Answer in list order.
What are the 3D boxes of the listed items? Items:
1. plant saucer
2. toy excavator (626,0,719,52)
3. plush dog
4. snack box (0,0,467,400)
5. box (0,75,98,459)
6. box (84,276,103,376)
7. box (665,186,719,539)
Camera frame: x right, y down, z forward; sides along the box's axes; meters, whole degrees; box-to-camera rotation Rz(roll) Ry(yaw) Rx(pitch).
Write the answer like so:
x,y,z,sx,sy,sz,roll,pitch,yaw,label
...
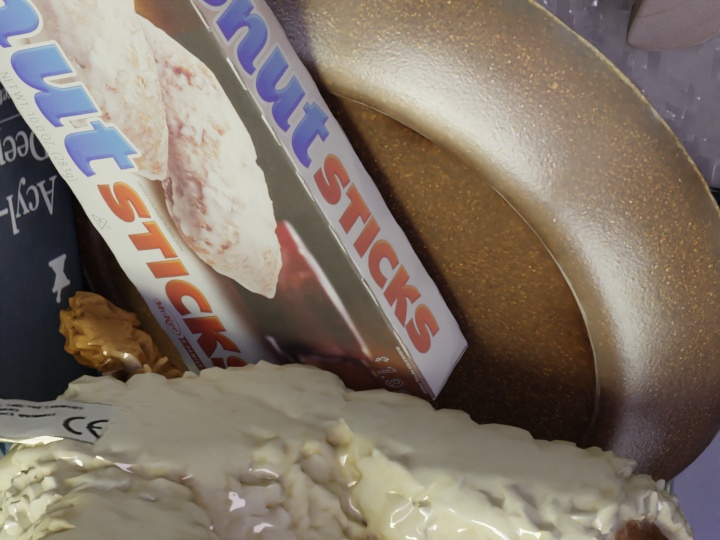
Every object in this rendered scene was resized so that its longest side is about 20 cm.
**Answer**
x,y,z,sx,sy,sz,roll,pitch,yaw,label
0.000,0.000,0.715,0.199,0.032,0.201,20,139,18,plant saucer
0.006,-0.150,0.745,0.193,0.100,0.201,0,132,14,toy excavator
-0.038,0.112,0.669,0.199,0.160,0.173,-11,120,-34,plush dog
-0.050,-0.047,0.657,0.072,0.024,0.200,-6,126,39,snack box
-0.147,0.032,0.681,0.107,0.148,0.201,1,106,27,box
-0.140,-0.002,0.789,0.121,0.048,0.201,-21,103,2,box
0.141,0.085,0.801,0.147,0.104,0.201,6,102,-5,box
